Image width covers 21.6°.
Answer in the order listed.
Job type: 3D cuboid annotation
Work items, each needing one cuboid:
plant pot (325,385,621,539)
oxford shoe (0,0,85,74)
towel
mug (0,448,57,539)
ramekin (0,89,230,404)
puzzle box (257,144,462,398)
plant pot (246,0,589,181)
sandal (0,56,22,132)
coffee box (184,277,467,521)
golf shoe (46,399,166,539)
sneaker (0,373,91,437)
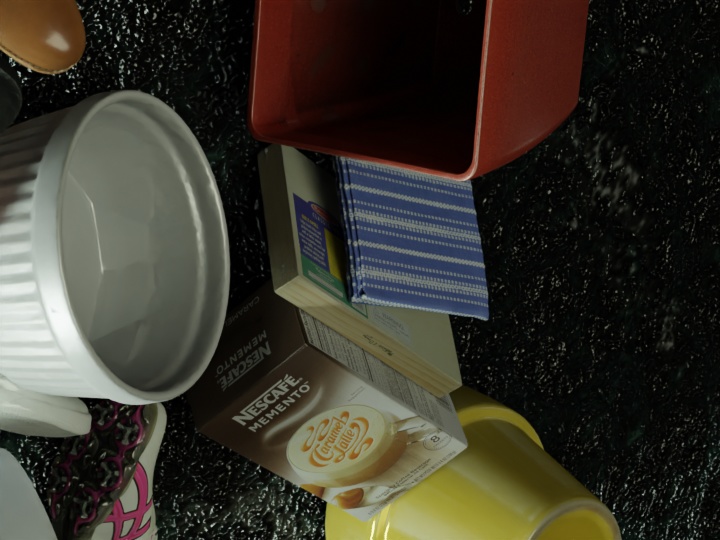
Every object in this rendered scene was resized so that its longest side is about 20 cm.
[{"bbox_3d":[0.103,0.213,1.532,0.199,0.188,0.203,-13,112,-35],"label":"plant pot"},{"bbox_3d":[-0.226,-0.201,1.195,0.071,0.071,0.201,-46,130,-20],"label":"oxford shoe"},{"bbox_3d":[0.031,-0.064,1.424,0.144,0.024,0.202,8,67,-43],"label":"towel"},{"bbox_3d":[-0.296,0.231,1.250,0.174,0.148,0.201,-19,147,-25],"label":"mug"},{"bbox_3d":[-0.179,-0.011,1.232,0.200,0.104,0.202,20,67,-60],"label":"ramekin"},{"bbox_3d":[0.000,0.000,1.423,0.025,0.134,0.200,-31,136,26],"label":"puzzle box"},{"bbox_3d":[0.057,-0.181,1.315,0.175,0.199,0.202,-9,108,-52],"label":"plant pot"},{"bbox_3d":[-0.285,-0.136,1.114,0.199,0.048,0.075,29,118,-29],"label":"sandal"},{"bbox_3d":[-0.028,0.099,1.426,0.114,0.080,0.199,-39,134,19],"label":"coffee box"},{"bbox_3d":[-0.183,0.177,1.364,0.092,0.072,0.201,12,107,-47],"label":"golf shoe"},{"bbox_3d":[-0.249,0.052,1.270,0.200,0.075,0.089,33,60,-46],"label":"sneaker"}]
